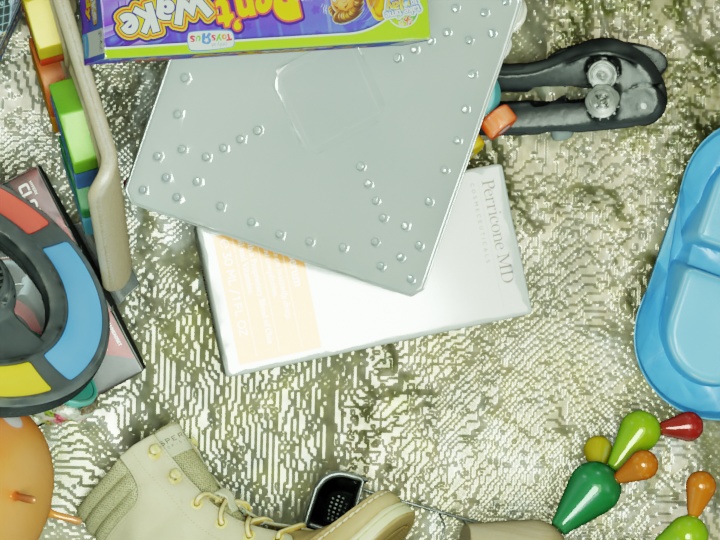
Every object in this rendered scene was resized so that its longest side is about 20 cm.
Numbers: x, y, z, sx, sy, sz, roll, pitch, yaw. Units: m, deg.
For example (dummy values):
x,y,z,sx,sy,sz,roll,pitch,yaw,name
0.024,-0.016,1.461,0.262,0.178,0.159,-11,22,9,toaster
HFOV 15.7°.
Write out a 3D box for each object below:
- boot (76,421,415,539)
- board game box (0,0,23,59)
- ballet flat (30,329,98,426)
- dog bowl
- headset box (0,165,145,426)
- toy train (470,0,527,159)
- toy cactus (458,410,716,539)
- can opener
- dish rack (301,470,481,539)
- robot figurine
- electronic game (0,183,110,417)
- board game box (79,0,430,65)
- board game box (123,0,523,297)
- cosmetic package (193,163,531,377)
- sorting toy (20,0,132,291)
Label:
x,y,z,sx,sy,sz,roll,pitch,yaw,name
-0.076,0.155,1.631,0.200,0.073,0.156,-39,71,22,boot
-0.256,-0.233,1.638,0.135,0.035,0.200,26,108,-4,board game box
-0.254,0.045,1.586,0.200,0.076,0.064,33,119,-1,ballet flat
0.244,-0.001,1.705,0.111,0.050,0.200,19,89,-4,dog bowl
-0.239,0.034,1.650,0.200,0.075,0.149,-28,93,-4,headset box
0.002,-0.133,1.653,0.200,0.056,0.151,2,91,14,toy train
0.142,0.181,1.655,0.165,0.102,0.200,9,92,-14,toy cactus
0.101,-0.112,1.687,0.200,0.079,0.064,-7,92,5,can opener
0.045,0.224,1.685,0.200,0.055,0.154,17,89,-5,dish rack
-0.267,0.121,1.537,0.200,0.117,0.144,11,124,17,robot figurine
-0.240,0.007,1.528,0.200,0.200,0.042,31,125,-4,electronic game
-0.063,-0.192,1.498,0.200,0.045,0.135,-6,92,-22,board game box
-0.023,-0.107,1.568,0.200,0.026,0.200,18,92,-21,board game box
0.000,0.000,1.673,0.200,0.071,0.102,-12,91,-5,cosmetic package
-0.176,-0.105,1.577,0.036,0.185,0.200,-12,71,-6,sorting toy
